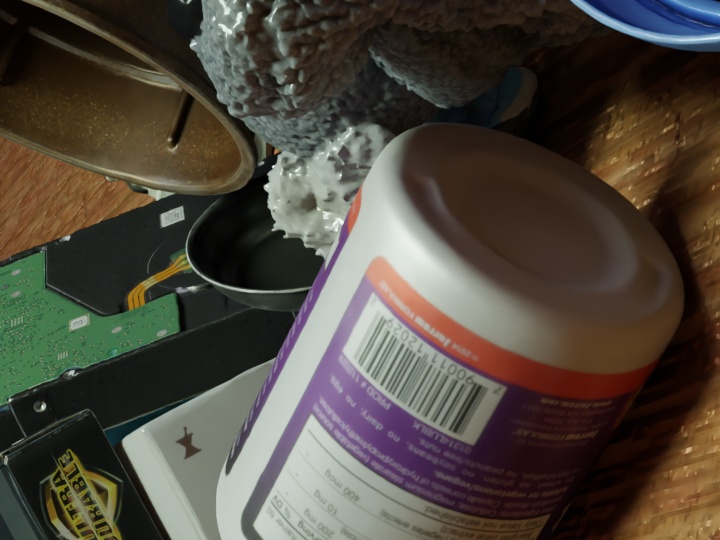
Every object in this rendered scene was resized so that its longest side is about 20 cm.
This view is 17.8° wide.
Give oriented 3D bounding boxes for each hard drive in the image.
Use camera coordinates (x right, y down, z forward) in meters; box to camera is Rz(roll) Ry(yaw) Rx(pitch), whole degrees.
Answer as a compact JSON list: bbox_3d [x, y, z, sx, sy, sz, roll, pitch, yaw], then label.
[{"bbox_3d":[-0.092,0.013,1.079,0.140,0.199,0.038,-107,-4,-61],"label":"hard drive"}]

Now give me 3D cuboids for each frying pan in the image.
[{"bbox_3d":[0.009,-0.009,0.979,0.189,0.115,0.031,14,129,38],"label":"frying pan"}]

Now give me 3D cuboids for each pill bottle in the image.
[{"bbox_3d":[0.017,0.061,0.774,0.112,0.111,0.201,-97,29,-54],"label":"pill bottle"}]

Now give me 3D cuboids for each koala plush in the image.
[{"bbox_3d":[0.005,-0.103,0.815,0.200,0.182,0.179,122,142,-57],"label":"koala plush"}]

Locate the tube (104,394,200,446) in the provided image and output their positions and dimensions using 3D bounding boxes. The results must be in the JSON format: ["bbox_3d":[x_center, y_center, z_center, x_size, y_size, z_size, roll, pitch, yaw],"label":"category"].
[{"bbox_3d":[-0.088,0.049,1.103,0.199,0.051,0.078,-31,29,3],"label":"tube"}]

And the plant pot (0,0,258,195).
[{"bbox_3d":[-0.102,-0.166,0.987,0.199,0.199,0.200,-69,15,-15],"label":"plant pot"}]

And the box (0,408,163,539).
[{"bbox_3d":[-0.104,0.168,0.970,0.201,0.046,0.159,61,154,2],"label":"box"}]

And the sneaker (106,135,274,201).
[{"bbox_3d":[-0.099,-0.039,1.179,0.076,0.114,0.202,148,117,-71],"label":"sneaker"}]

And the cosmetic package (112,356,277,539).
[{"bbox_3d":[-0.064,0.095,0.996,0.072,0.101,0.200,62,155,4],"label":"cosmetic package"}]

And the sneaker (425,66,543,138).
[{"bbox_3d":[0.012,-0.067,0.955,0.200,0.089,0.079,-125,54,-69],"label":"sneaker"}]

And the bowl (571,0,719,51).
[{"bbox_3d":[0.119,-0.161,0.657,0.200,0.039,0.202,-9,77,47],"label":"bowl"}]
